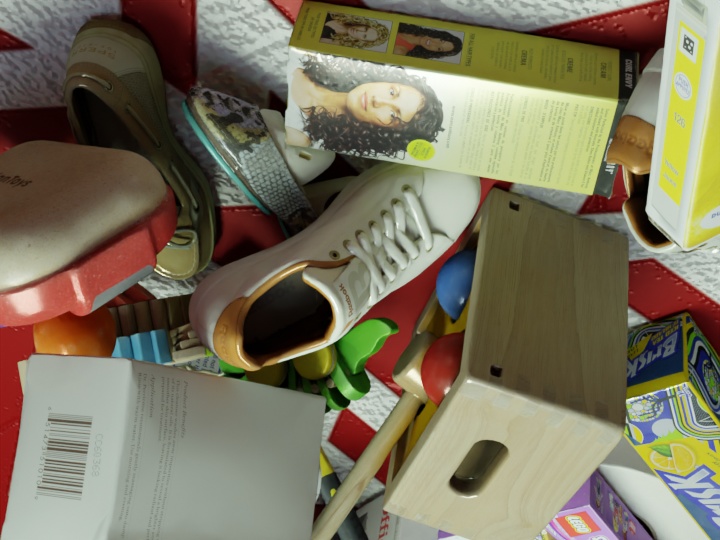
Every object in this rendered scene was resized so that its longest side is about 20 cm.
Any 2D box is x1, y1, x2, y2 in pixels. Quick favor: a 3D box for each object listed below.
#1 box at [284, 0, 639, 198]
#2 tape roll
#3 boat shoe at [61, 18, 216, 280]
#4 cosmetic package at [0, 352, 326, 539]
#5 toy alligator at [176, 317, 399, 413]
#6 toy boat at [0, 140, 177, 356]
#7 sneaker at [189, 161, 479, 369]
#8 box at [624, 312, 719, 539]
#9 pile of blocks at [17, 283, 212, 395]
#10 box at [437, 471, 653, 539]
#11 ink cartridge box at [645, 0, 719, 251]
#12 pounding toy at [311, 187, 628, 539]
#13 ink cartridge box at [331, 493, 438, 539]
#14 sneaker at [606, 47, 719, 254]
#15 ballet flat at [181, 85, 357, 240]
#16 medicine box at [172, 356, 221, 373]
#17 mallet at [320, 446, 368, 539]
[{"bbox_3d":[0.056,-0.099,0.715,0.196,0.051,0.076,8,137,4],"label":"box"},{"bbox_3d":[0.188,0.203,1.009,0.199,0.037,0.205,6,136,6],"label":"tape roll"},{"bbox_3d":[-0.143,-0.061,0.793,0.072,0.064,0.203,3,136,11],"label":"boat shoe"},{"bbox_3d":[-0.106,0.117,0.730,0.080,0.115,0.199,1,167,30],"label":"cosmetic package"},{"bbox_3d":[-0.057,0.077,0.854,0.197,0.055,0.059,-15,175,28],"label":"toy alligator"},{"bbox_3d":[-0.185,0.004,0.730,0.198,0.130,0.133,12,128,47],"label":"toy boat"},{"bbox_3d":[0.000,0.000,0.729,0.198,0.085,0.074,-33,116,-13],"label":"sneaker"},{"bbox_3d":[0.248,0.123,0.890,0.069,0.065,0.200,-21,128,31],"label":"box"},{"bbox_3d":[-0.140,0.034,0.855,0.196,0.063,0.082,-12,176,-11],"label":"pile of blocks"},{"bbox_3d":[0.171,0.240,0.995,0.135,0.039,0.200,-19,128,31],"label":"box"},{"bbox_3d":[0.227,-0.128,0.571,0.195,0.047,0.202,-24,140,-16],"label":"ink cartridge box"},{"bbox_3d":[0.067,0.084,0.804,0.140,0.186,0.201,19,137,-7],"label":"pounding toy"},{"bbox_3d":[0.003,0.292,1.065,0.084,0.147,0.199,33,134,-23],"label":"ink cartridge box"},{"bbox_3d":[0.190,-0.034,0.701,0.072,0.085,0.200,28,169,47],"label":"sneaker"},{"bbox_3d":[-0.037,-0.052,0.787,0.071,0.073,0.201,-14,131,26],"label":"ballet flat"},{"bbox_3d":[-0.153,0.144,0.981,0.197,0.104,0.183,22,137,-9],"label":"medicine box"},{"bbox_3d":[-0.020,0.138,0.896,0.065,0.201,0.041,-31,166,-12],"label":"mallet"}]
